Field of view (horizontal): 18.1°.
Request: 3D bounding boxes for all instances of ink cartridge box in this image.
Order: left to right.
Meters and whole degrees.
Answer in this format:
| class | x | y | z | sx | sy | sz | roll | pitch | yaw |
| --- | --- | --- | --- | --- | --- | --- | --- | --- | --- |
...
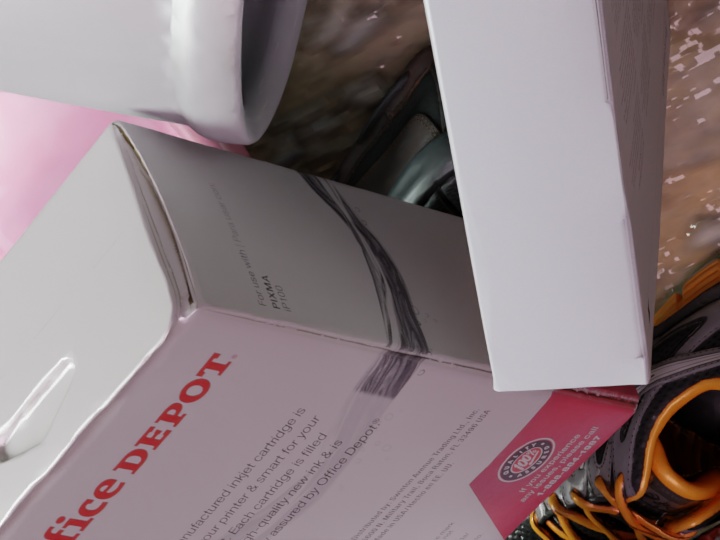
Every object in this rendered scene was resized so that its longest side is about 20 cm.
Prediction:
| class | x | y | z | sx | sy | sz | roll | pitch | yaw |
| --- | --- | --- | --- | --- | --- | --- | --- | --- | --- |
| ink cartridge box | -0.031 | 0.045 | 0.738 | 0.199 | 0.083 | 0.147 | 15 | 128 | -42 |

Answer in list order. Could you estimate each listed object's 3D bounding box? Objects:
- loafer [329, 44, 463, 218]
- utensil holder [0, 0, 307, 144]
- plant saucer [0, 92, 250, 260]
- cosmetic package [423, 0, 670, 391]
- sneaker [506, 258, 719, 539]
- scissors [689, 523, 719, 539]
| class | x | y | z | sx | sy | sz | roll | pitch | yaw |
| --- | --- | --- | --- | --- | --- | --- | --- | --- | --- |
| loafer | 0.000 | 0.000 | 0.843 | 0.072 | 0.063 | 0.200 | 6 | 138 | -35 |
| utensil holder | -0.115 | -0.136 | 0.687 | 0.199 | 0.170 | 0.171 | 9 | 126 | 4 |
| plant saucer | -0.118 | -0.014 | 0.829 | 0.199 | 0.051 | 0.201 | 9 | 121 | 15 |
| cosmetic package | 0.060 | -0.084 | 0.675 | 0.051 | 0.200 | 0.151 | -5 | 124 | 14 |
| sneaker | 0.105 | 0.073 | 0.859 | 0.078 | 0.077 | 0.200 | 30 | 126 | -15 |
| scissors | 0.140 | 0.090 | 0.813 | 0.073 | 0.200 | 0.014 | -28 | 80 | -3 |
